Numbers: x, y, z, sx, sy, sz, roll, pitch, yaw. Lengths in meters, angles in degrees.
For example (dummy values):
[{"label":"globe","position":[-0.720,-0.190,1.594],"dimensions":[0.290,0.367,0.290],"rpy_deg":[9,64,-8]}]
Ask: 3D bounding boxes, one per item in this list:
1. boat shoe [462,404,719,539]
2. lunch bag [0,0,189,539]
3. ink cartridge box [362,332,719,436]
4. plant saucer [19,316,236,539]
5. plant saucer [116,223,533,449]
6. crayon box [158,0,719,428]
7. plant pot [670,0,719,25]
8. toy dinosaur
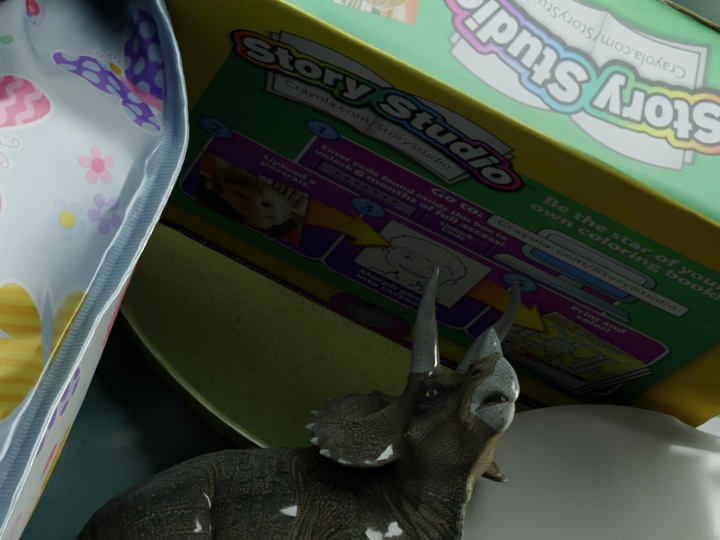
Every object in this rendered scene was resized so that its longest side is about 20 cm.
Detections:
[{"label":"boat shoe","position":[0.116,0.081,0.870],"dimensions":[0.200,0.069,0.072],"rpy_deg":[2,79,-6]},{"label":"lunch bag","position":[-0.127,0.010,0.769],"dimensions":[0.127,0.170,0.200],"rpy_deg":[30,63,-5]},{"label":"ink cartridge box","position":[0.053,0.107,0.922],"dimensions":[0.146,0.048,0.200],"rpy_deg":[22,47,-13]},{"label":"plant saucer","position":[-0.120,0.001,0.916],"dimensions":[0.200,0.036,0.200],"rpy_deg":[17,44,-18]},{"label":"plant saucer","position":[0.000,0.000,0.931],"dimensions":[0.200,0.031,0.200],"rpy_deg":[17,45,-17]},{"label":"crayon box","position":[0.032,-0.031,0.825],"dimensions":[0.200,0.173,0.058],"rpy_deg":[26,67,-8]},{"label":"plant pot","position":[0.082,-0.160,0.952],"dimensions":[0.200,0.134,0.200],"rpy_deg":[1,43,0]},{"label":"toy dinosaur","position":[-0.030,0.086,0.822],"dimensions":[0.077,0.200,0.102],"rpy_deg":[41,33,-54]}]
